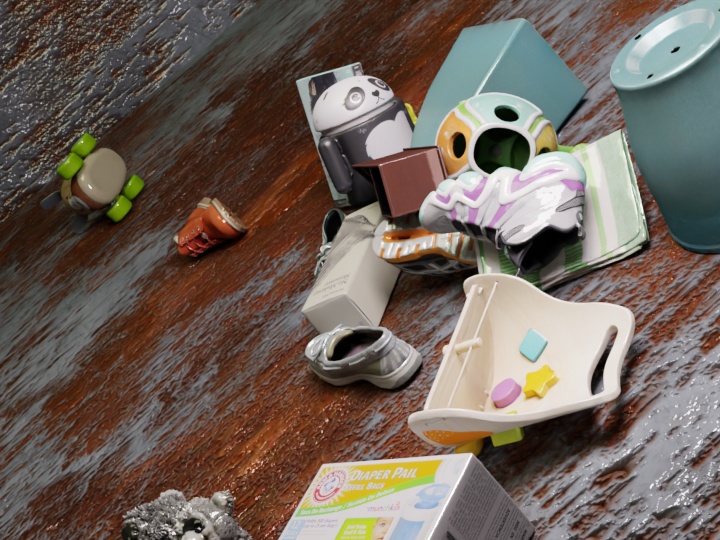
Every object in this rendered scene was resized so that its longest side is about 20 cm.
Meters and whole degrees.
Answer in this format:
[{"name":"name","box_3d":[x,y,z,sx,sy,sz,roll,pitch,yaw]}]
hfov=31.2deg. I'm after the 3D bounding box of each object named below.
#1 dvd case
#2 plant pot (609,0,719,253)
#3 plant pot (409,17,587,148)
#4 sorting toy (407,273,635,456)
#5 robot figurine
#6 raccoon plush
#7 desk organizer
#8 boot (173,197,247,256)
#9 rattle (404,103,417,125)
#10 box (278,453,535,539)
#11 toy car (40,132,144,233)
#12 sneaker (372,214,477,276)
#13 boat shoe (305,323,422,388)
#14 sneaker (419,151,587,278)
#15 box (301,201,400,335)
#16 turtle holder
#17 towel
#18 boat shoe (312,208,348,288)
[{"name":"dvd case","box_3d":[-0.019,-0.194,1.885,0.022,0.201,0.146,-26,14,-34]},{"name":"plant pot","box_3d":[0.345,-0.153,1.264,0.200,0.188,0.200,-33,24,17]},{"name":"plant pot","box_3d":[0.165,-0.203,1.694,0.200,0.141,0.141,-55,26,-16]},{"name":"sorting toy","box_3d":[0.167,0.093,1.218,0.179,0.107,0.200,-13,34,34]},{"name":"robot figurine","box_3d":[0.016,-0.167,1.762,0.124,0.201,0.150,-24,12,8]},{"name":"raccoon plush","box_3d":[-0.184,0.268,1.441,0.133,0.097,0.200,-27,25,10]},{"name":"desk organizer","box_3d":[0.049,-0.109,1.596,0.077,0.072,0.200,-16,7,-8]},{"name":"boot","box_3d":[-0.256,-0.062,2.166,0.107,0.075,0.200,-48,16,-12]},{"name":"rattle","box_3d":[0.108,-0.265,1.879,0.200,0.143,0.130,-43,-14,14]},{"name":"box","box_3d":[0.033,0.239,1.138,0.199,0.101,0.113,-14,34,46]},{"name":"toy car","box_3d":[-0.590,-0.158,2.738,0.200,0.164,0.158,-36,21,33]},{"name":"sneaker","box_3d":[0.115,-0.031,1.540,0.199,0.077,0.079,1,64,31]},{"name":"boat shoe","box_3d":[-0.007,0.092,1.509,0.074,0.065,0.202,-48,24,-19]},{"name":"sneaker","box_3d":[0.150,-0.039,1.391,0.199,0.078,0.141,-18,56,31]},{"name":"box","box_3d":[0.000,0.000,1.660,0.082,0.068,0.200,-24,28,33]},{"name":"turtle holder","box_3d":[0.179,-0.132,1.541,0.141,0.185,0.132,-55,3,5]},{"name":"towel","box_3d":[0.212,-0.053,1.417,0.199,0.023,0.153,-26,53,28]},{"name":"boat shoe","box_3d":[-0.041,-0.011,1.751,0.073,0.062,0.200,-26,27,29]}]
